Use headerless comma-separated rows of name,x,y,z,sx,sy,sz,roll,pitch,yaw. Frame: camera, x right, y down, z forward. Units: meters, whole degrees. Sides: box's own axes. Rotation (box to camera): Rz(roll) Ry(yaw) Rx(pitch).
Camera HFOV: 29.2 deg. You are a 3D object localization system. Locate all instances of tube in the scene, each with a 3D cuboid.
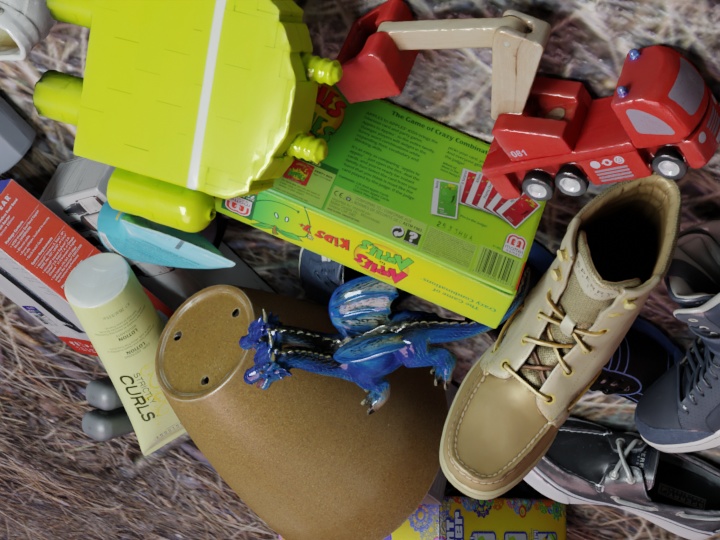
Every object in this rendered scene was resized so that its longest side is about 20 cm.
tube,-0.164,0.069,1.057,0.057,0.052,0.201,3,141,18
tube,-0.144,-0.025,0.951,0.077,0.051,0.200,16,180,-19

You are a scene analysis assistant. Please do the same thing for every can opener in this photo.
can opener,-0.167,0.098,1.175,0.066,0.199,0.053,15,106,26

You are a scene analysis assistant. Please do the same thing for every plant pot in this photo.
plant pot,-0.060,0.095,1.060,0.185,0.188,0.200,-3,150,37

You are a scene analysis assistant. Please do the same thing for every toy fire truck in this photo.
toy fire truck,0.096,-0.106,0.806,0.198,0.049,0.141,-8,137,40

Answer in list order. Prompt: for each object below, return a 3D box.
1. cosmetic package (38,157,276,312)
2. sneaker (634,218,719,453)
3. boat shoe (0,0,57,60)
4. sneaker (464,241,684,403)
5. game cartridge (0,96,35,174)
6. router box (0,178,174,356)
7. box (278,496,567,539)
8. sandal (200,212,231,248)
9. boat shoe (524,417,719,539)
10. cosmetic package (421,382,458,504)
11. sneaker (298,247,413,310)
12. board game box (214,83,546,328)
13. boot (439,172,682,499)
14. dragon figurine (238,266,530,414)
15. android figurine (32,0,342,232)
cosmetic package,-0.161,-0.013,1.123,0.082,0.051,0.200,-8,137,43
sneaker,0.224,0.044,0.904,0.145,0.078,0.202,27,137,-28
boat shoe,-0.298,-0.165,0.942,0.200,0.087,0.075,8,147,23
sneaker,0.154,0.059,0.995,0.199,0.078,0.070,34,148,-17
game cartridge,-0.354,-0.120,1.102,0.198,0.041,0.134,-4,136,39
router box,-0.260,0.003,1.152,0.179,0.049,0.199,42,162,-22
box,0.058,0.273,1.279,0.199,0.124,0.191,-9,166,41
sandal,-0.095,-0.065,0.982,0.042,0.077,0.200,19,160,2
boat shoe,0.219,0.163,1.121,0.198,0.072,0.068,23,152,-5
cosmetic package,-0.017,0.138,1.200,0.198,0.108,0.090,0,153,36
sneaker,0.000,0.000,1.000,0.074,0.085,0.200,30,149,-13
board game box,0.016,-0.051,0.892,0.198,0.102,0.048,23,149,1
boot,0.124,0.041,0.854,0.073,0.200,0.156,38,160,10
dragon figurine,0.014,0.042,0.918,0.198,0.059,0.099,-21,146,25
android figurine,-0.104,-0.116,0.827,0.198,0.184,0.041,14,-167,22
